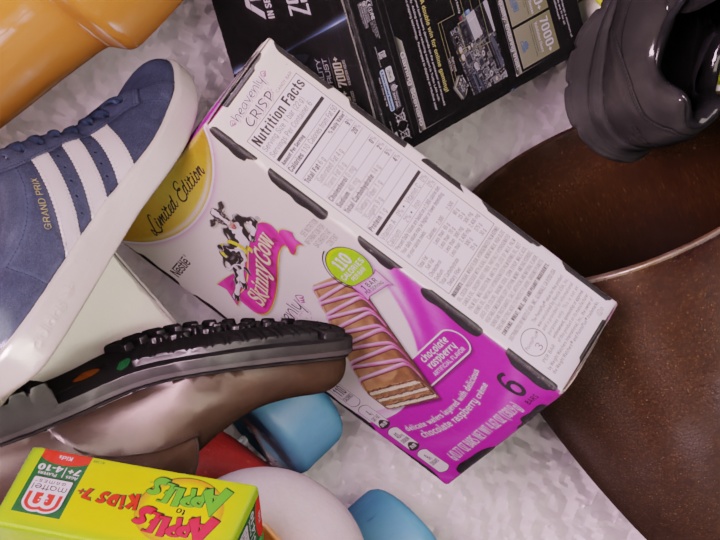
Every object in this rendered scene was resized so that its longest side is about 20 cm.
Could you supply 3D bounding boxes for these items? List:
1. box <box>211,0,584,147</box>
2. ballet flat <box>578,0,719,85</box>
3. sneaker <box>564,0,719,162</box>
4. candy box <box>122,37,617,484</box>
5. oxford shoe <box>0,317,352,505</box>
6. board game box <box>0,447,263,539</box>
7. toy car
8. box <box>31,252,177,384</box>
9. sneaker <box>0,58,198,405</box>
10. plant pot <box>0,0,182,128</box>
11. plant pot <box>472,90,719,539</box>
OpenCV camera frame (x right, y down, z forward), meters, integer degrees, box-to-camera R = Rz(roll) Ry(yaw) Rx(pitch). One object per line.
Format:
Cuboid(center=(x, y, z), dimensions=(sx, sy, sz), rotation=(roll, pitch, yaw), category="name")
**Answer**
Cuboid(center=(0.006, -0.170, 1.308), dimensions=(0.164, 0.086, 0.201), rotation=(-32, 112, -42), category="box")
Cuboid(center=(0.107, -0.156, 1.410), dimensions=(0.067, 0.067, 0.200), rotation=(-41, 102, 5), category="ballet flat")
Cuboid(center=(0.155, -0.153, 1.329), dimensions=(0.076, 0.091, 0.201), rotation=(5, 86, -30), category="sneaker")
Cuboid(center=(0.000, 0.000, 1.272), dimensions=(0.200, 0.136, 0.061), rotation=(37, 59, -4), category="candy box")
Cuboid(center=(-0.095, 0.072, 1.226), dimensions=(0.199, 0.073, 0.085), rotation=(-17, 100, -9), category="oxford shoe")
Cuboid(center=(-0.089, 0.170, 1.194), dimensions=(0.048, 0.101, 0.201), rotation=(-64, 157, -45), category="board game box")
Cuboid(center=(-0.041, 0.151, 1.272), dimensions=(0.184, 0.200, 0.177), rotation=(-41, 104, -16), category="toy car")
Cuboid(center=(-0.186, 0.067, 1.272), dimensions=(0.200, 0.095, 0.078), rotation=(-45, 105, -17), category="box")
Cuboid(center=(-0.140, -0.037, 1.197), dimensions=(0.084, 0.075, 0.200), rotation=(37, 47, -11), category="sneaker")
Cuboid(center=(-0.198, -0.133, 1.226), dimensions=(0.200, 0.200, 0.183), rotation=(40, 92, -17), category="plant pot")
Cuboid(center=(0.161, 0.043, 1.379), dimensions=(0.187, 0.187, 0.201), rotation=(-31, 115, -19), category="plant pot")
